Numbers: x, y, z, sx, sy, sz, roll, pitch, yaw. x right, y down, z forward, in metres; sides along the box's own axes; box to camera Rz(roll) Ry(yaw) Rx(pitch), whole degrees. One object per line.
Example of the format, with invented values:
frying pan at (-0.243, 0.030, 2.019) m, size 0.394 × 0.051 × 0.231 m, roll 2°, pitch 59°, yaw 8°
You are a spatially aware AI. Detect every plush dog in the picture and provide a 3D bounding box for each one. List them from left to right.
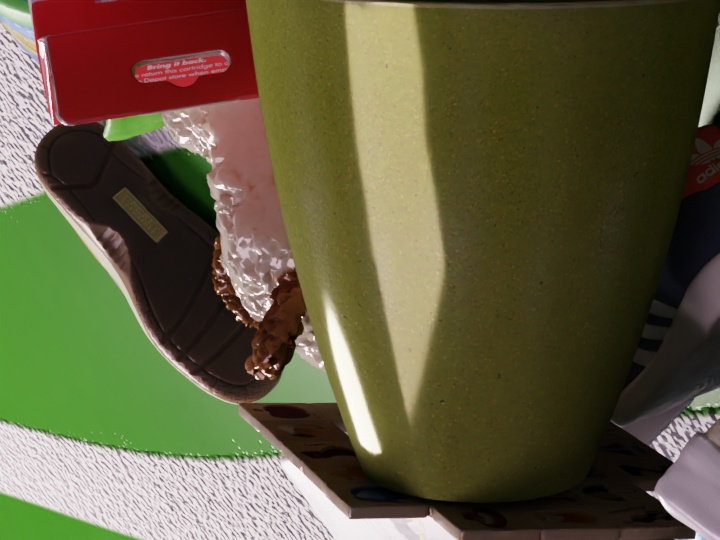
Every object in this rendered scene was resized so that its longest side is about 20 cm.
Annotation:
plush dog at (0.000, 0.000, 1.194) m, size 0.200 × 0.161 × 0.172 m, roll 10°, pitch 161°, yaw 17°

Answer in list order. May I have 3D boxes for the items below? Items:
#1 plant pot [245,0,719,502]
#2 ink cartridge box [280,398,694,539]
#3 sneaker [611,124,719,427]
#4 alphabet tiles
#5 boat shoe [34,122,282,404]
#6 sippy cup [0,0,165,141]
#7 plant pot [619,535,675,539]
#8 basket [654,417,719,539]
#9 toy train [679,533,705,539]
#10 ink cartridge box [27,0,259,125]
plant pot at (0.047, -0.017, 1.009) m, size 0.187 × 0.187 × 0.200 m, roll 15°, pitch 109°, yaw 48°
ink cartridge box at (0.060, 0.079, 1.261) m, size 0.068 × 0.115 × 0.200 m, roll 55°, pitch 152°, yaw -11°
sneaker at (0.140, 0.001, 1.108) m, size 0.085 × 0.075 × 0.200 m, roll 61°, pitch 159°, yaw 17°
alphabet tiles at (0.054, 0.082, 1.066) m, size 0.200 × 0.167 × 0.008 m, roll -146°, pitch 60°, yaw -69°
boat shoe at (-0.114, -0.002, 1.492) m, size 0.200 × 0.072 × 0.076 m, roll 54°, pitch 168°, yaw 10°
sippy cup at (-0.135, -0.159, 1.251) m, size 0.139 × 0.178 × 0.130 m, roll 18°, pitch 162°, yaw 7°
plant pot at (0.135, 0.214, 1.009) m, size 0.200 × 0.200 × 0.177 m, roll 31°, pitch 169°, yaw 6°
basket at (0.235, 0.099, 0.968) m, size 0.200 × 0.123 × 0.136 m, roll 38°, pitch -173°, yaw 20°
toy train at (0.207, 0.132, 1.145) m, size 0.114 × 0.087 × 0.200 m, roll 40°, pitch 151°, yaw 8°
ink cartridge box at (-0.091, -0.137, 1.119) m, size 0.067 × 0.116 × 0.200 m, roll 94°, pitch 165°, yaw -60°
